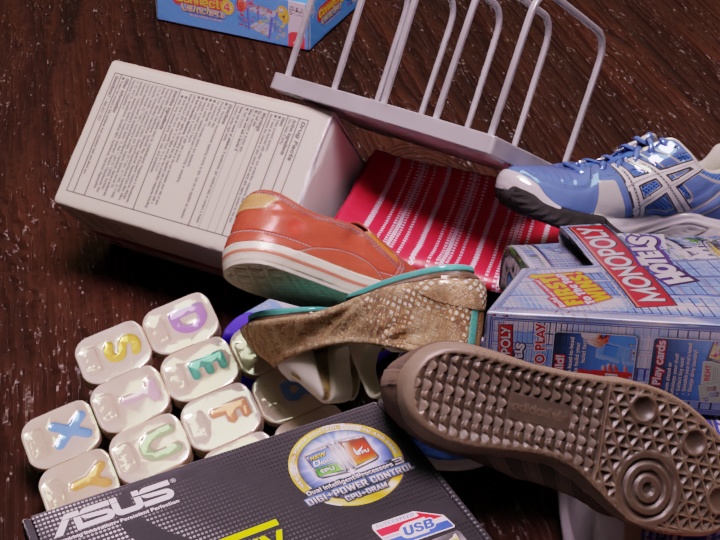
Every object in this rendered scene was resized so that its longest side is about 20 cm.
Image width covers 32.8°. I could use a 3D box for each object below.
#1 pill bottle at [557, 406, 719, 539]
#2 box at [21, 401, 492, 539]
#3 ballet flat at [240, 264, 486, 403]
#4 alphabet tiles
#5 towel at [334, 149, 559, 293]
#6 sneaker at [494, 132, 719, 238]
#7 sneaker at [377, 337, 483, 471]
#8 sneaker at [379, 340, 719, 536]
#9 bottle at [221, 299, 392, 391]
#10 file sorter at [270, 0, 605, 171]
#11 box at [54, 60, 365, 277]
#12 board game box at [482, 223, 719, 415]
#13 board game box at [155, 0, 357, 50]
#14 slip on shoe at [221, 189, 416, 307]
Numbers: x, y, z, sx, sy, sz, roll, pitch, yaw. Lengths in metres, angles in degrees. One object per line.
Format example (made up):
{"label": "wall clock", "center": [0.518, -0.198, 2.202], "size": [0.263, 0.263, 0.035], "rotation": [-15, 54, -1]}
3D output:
{"label": "pill bottle", "center": [0.226, 0.131, 0.731], "size": [0.199, 0.116, 0.116], "rotation": [0, 34, -4]}
{"label": "box", "center": [-0.040, 0.152, 0.578], "size": [0.199, 0.044, 0.160], "rotation": [-15, 38, -23]}
{"label": "ballet flat", "center": [-0.006, 0.045, 0.728], "size": [0.070, 0.066, 0.200], "rotation": [4, -13, -38]}
{"label": "alphabet tiles", "center": [-0.111, 0.105, 0.779], "size": [0.195, 0.015, 0.200], "rotation": [-22, 55, -11]}
{"label": "towel", "center": [0.083, -0.036, 0.921], "size": [0.199, 0.023, 0.145], "rotation": [12, 37, 14]}
{"label": "sneaker", "center": [0.186, -0.061, 0.867], "size": [0.199, 0.078, 0.076], "rotation": [4, 12, -23]}
{"label": "sneaker", "center": [0.109, 0.086, 0.791], "size": [0.199, 0.081, 0.147], "rotation": [-4, 15, 7]}
{"label": "sneaker", "center": [0.105, 0.083, 0.651], "size": [0.199, 0.071, 0.076], "rotation": [24, -9, -14]}
{"label": "bottle", "center": [-0.007, 0.033, 0.904], "size": [0.083, 0.066, 0.200], "rotation": [29, 43, 35]}
{"label": "file sorter", "center": [0.064, -0.155, 0.921], "size": [0.199, 0.125, 0.139], "rotation": [22, 5, 33]}
{"label": "box", "center": [-0.115, -0.069, 0.967], "size": [0.199, 0.109, 0.129], "rotation": [16, 77, 19]}
{"label": "board game box", "center": [0.158, 0.023, 0.750], "size": [0.199, 0.062, 0.200], "rotation": [-2, 25, -9]}
{"label": "board game box", "center": [-0.109, -0.340, 1.448], "size": [0.199, 0.056, 0.196], "rotation": [14, 36, 17]}
{"label": "slip on shoe", "center": [0.000, 0.000, 0.794], "size": [0.199, 0.074, 0.062], "rotation": [21, 63, -34]}
